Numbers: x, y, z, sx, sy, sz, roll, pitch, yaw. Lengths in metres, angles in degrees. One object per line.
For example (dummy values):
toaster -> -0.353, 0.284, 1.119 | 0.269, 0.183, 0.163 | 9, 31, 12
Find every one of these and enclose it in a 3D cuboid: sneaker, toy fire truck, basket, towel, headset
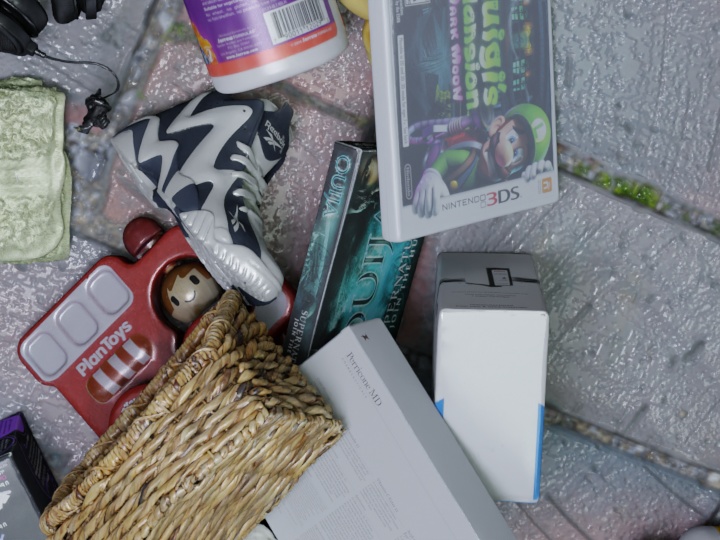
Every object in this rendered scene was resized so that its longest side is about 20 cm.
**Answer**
sneaker -> -0.088, -0.071, 1.444 | 0.129, 0.199, 0.080 | -37, 140, -10
toy fire truck -> -0.154, 0.051, 1.489 | 0.200, 0.112, 0.168 | -45, 82, 9
basket -> -0.141, 0.121, 1.338 | 0.200, 0.143, 0.149 | -47, 64, 14
towel -> -0.324, -0.073, 1.475 | 0.199, 0.036, 0.149 | -3, 101, -5
headset -> -0.244, -0.201, 1.438 | 0.123, 0.094, 0.201 | -30, 83, -12

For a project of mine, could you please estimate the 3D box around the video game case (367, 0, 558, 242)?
video game case -> 0.083, -0.136, 1.461 | 0.181, 0.023, 0.201 | -15, 106, -40

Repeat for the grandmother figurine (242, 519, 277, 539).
grandmother figurine -> -0.091, 0.201, 1.474 | 0.120, 0.200, 0.061 | -9, 103, -4

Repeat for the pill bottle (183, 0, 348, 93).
pill bottle -> -0.090, -0.244, 1.425 | 0.111, 0.111, 0.201 | -19, 103, -2

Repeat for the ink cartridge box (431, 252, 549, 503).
ink cartridge box -> 0.097, 0.077, 1.467 | 0.084, 0.200, 0.147 | 1, 102, 1

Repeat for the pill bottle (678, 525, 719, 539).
pill bottle -> 0.325, 0.266, 1.582 | 0.199, 0.104, 0.105 | 2, 102, -6

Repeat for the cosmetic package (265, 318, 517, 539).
cosmetic package -> 0.004, 0.160, 1.382 | 0.151, 0.052, 0.201 | -39, 76, 31

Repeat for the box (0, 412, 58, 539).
box -> -0.275, 0.233, 1.501 | 0.106, 0.122, 0.201 | -25, 103, -1

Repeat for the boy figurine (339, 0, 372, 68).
boy figurine -> 0.024, -0.236, 1.450 | 0.124, 0.064, 0.201 | -5, 99, -39

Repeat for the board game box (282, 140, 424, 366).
board game box -> 0.000, 0.000, 1.482 | 0.028, 0.135, 0.201 | 20, 102, 29
